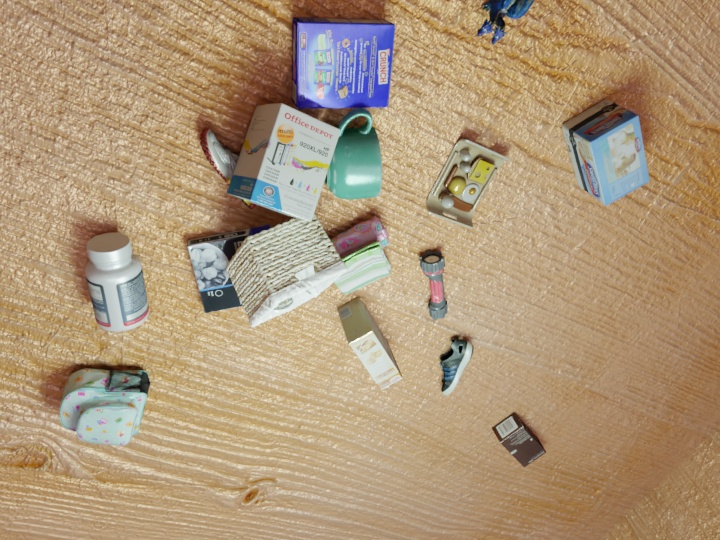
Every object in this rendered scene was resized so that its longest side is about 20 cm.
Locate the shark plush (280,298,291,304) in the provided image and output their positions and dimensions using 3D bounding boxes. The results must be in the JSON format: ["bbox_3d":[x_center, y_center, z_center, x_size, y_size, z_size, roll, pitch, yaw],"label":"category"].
[{"bbox_3d":[-0.179,0.079,1.519,0.091,0.083,0.200,40,101,7],"label":"shark plush"}]

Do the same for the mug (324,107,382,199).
[{"bbox_3d":[-0.025,-0.249,1.317,0.113,0.152,0.187,-6,94,-9],"label":"mug"}]

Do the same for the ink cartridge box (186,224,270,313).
[{"bbox_3d":[-0.299,-0.002,1.451,0.198,0.043,0.199,-13,124,-11],"label":"ink cartridge box"}]

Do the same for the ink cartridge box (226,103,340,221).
[{"bbox_3d":[-0.159,-0.225,1.244,0.146,0.144,0.201,18,92,-33],"label":"ink cartridge box"}]

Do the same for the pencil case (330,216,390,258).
[{"bbox_3d":[-0.027,-0.056,1.473,0.199,0.088,0.088,-26,125,0],"label":"pencil case"}]

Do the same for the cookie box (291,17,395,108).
[{"bbox_3d":[-0.038,-0.426,1.238,0.198,0.075,0.172,-4,122,-14],"label":"cookie box"}]

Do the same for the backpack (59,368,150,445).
[{"bbox_3d":[-0.645,0.339,1.500,0.199,0.154,0.177,15,122,-17],"label":"backpack"}]

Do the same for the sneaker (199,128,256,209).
[{"bbox_3d":[-0.273,-0.231,1.303,0.082,0.078,0.200,-42,128,-6],"label":"sneaker"}]

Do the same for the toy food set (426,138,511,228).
[{"bbox_3d":[0.266,-0.211,1.477,0.143,0.061,0.201,16,116,-25],"label":"toy food set"}]

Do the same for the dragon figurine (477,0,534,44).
[{"bbox_3d":[0.316,-0.560,1.245,0.059,0.100,0.200,35,107,-32],"label":"dragon figurine"}]

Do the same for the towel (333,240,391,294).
[{"bbox_3d":[0.000,0.000,1.485,0.148,0.031,0.200,-27,161,1],"label":"towel"}]

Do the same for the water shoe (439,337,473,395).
[{"bbox_3d":[0.271,0.284,1.804,0.078,0.072,0.201,22,118,3],"label":"water shoe"}]

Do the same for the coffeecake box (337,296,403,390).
[{"bbox_3d":[0.025,0.195,1.606,0.073,0.154,0.201,-29,125,4],"label":"coffeecake box"}]

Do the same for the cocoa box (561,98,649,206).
[{"bbox_3d":[0.610,-0.291,1.487,0.133,0.131,0.201,-29,125,3],"label":"cocoa box"}]

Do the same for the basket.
[{"bbox_3d":[-0.171,-0.002,1.339,0.197,0.162,0.200,-26,174,-32],"label":"basket"}]

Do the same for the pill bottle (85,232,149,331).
[{"bbox_3d":[-0.547,0.024,1.345,0.119,0.120,0.201,-5,123,-14],"label":"pill bottle"}]

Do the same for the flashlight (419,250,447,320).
[{"bbox_3d":[0.200,0.045,1.616,0.067,0.068,0.201,-15,124,-8],"label":"flashlight"}]

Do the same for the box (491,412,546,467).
[{"bbox_3d":[0.546,0.585,2.064,0.100,0.075,0.200,-38,126,9],"label":"box"}]
